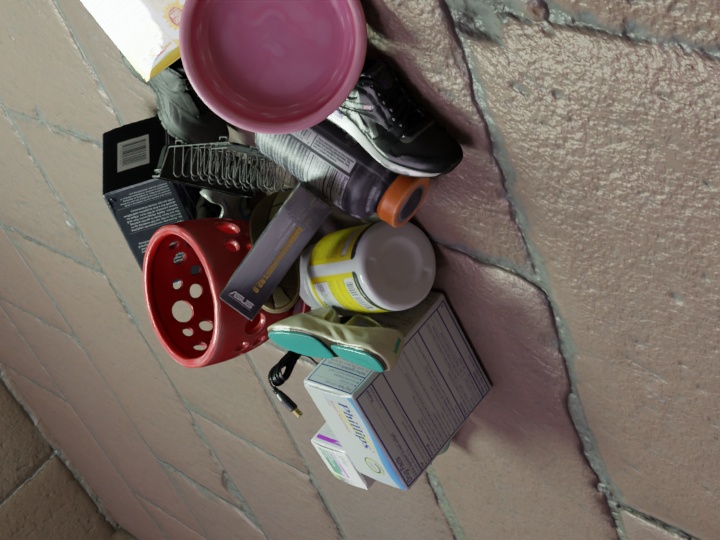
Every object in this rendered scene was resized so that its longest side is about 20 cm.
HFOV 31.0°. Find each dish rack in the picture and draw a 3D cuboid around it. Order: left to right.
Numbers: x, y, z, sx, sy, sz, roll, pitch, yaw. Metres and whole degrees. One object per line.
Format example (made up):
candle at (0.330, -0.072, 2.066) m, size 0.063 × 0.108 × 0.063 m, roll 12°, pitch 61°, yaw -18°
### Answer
dish rack at (-0.161, -0.134, 1.696) m, size 0.153 × 0.055 × 0.200 m, roll 9°, pitch 177°, yaw -37°

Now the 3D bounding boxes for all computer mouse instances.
computer mouse at (-0.044, 0.184, 1.999) m, size 0.200 × 0.140 × 0.046 m, roll 45°, pitch 148°, yaw -2°

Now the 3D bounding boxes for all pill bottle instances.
pill bottle at (-0.017, -0.132, 1.508) m, size 0.200 × 0.106 × 0.106 m, roll 35°, pitch 154°, yaw 17°
pill bottle at (0.000, 0.000, 1.675) m, size 0.114 × 0.114 × 0.200 m, roll 52°, pitch 154°, yaw -16°

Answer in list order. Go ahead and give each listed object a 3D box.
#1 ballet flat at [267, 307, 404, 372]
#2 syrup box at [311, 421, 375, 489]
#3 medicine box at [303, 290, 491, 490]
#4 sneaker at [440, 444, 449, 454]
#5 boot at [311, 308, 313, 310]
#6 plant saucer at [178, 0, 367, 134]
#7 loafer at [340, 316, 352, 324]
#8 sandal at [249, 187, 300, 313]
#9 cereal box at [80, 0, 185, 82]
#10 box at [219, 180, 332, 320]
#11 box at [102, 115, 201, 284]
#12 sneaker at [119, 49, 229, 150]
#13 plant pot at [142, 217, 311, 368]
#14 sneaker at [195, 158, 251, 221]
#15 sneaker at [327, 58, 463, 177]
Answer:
ballet flat at (-0.028, 0.082, 1.652) m, size 0.199 × 0.070 × 0.070 m, roll 13°, pitch 141°, yaw 36°
syrup box at (0.029, 0.205, 1.845) m, size 0.081 × 0.200 × 0.079 m, roll 13°, pitch 142°, yaw 47°
medicine box at (0.053, 0.152, 1.726) m, size 0.103 × 0.200 × 0.183 m, roll 14°, pitch 142°, yaw 47°
sneaker at (0.044, 0.235, 1.968) m, size 0.199 × 0.074 × 0.118 m, roll 13°, pitch 150°, yaw 11°
boot at (-0.061, 0.087, 1.948) m, size 0.199 × 0.072 × 0.167 m, roll 19°, pitch 143°, yaw 36°
plant saucer at (-0.091, -0.247, 1.383) m, size 0.201 × 0.200 × 0.051 m, roll 47°, pitch -169°, yaw -6°
loafer at (-0.014, 0.085, 1.789) m, size 0.075 × 0.070 × 0.200 m, roll -2°, pitch 168°, yaw 35°
sandal at (-0.106, -0.023, 1.716) m, size 0.080 × 0.201 × 0.054 m, roll -3°, pitch 146°, yaw 5°
cereal box at (-0.276, -0.347, 1.590) m, size 0.144 × 0.040 × 0.200 m, roll -25°, pitch 109°, yaw 40°
box at (-0.098, -0.029, 1.545) m, size 0.048 × 0.159 × 0.200 m, roll 36°, pitch -177°, yaw -5°
box at (-0.294, -0.098, 1.900) m, size 0.148 × 0.104 × 0.200 m, roll -102°, pitch -6°, yaw -45°
sneaker at (-0.233, -0.241, 1.710) m, size 0.091 × 0.076 × 0.200 m, roll -6°, pitch 130°, yaw 47°
plant pot at (-0.180, 0.019, 1.810) m, size 0.200 × 0.182 × 0.201 m, roll 21°, pitch 119°, yaw 46°
sneaker at (-0.206, -0.081, 1.893) m, size 0.075 × 0.087 × 0.200 m, roll 33°, pitch 154°, yaw 19°
sneaker at (0.026, -0.177, 1.417) m, size 0.200 × 0.076 × 0.088 m, roll 33°, pitch 147°, yaw 22°
